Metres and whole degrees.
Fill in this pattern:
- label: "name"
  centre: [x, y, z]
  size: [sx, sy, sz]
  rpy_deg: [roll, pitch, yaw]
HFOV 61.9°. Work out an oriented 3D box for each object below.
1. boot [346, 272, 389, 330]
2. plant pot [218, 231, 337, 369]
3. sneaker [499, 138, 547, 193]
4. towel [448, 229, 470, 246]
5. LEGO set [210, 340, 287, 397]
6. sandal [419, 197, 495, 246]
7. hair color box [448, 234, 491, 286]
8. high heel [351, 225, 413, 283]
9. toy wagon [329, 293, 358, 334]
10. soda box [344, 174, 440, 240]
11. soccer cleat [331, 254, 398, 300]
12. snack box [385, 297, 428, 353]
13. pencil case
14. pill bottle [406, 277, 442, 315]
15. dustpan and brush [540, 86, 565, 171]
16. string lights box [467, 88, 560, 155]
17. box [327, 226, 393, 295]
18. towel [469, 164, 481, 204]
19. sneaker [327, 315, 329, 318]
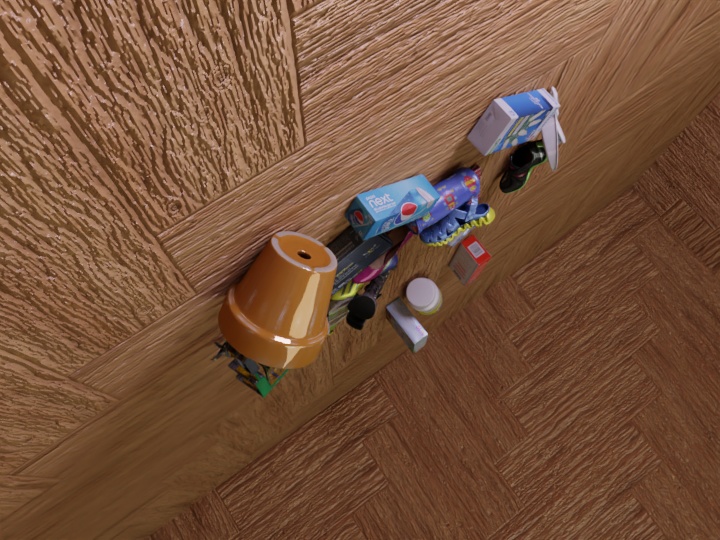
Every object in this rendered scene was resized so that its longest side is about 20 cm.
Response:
- label: "boot"
  centre: [0.029, 0.051, 1.575]
  size: [0.175, 0.069, 0.200]
  rpy_deg: [-59, 179, -27]
- label: "plant pot"
  centre: [-0.132, 0.040, 1.072]
  size: [0.200, 0.200, 0.184]
  rpy_deg: [-15, 137, -53]
- label: "sneaker"
  centre: [0.414, -0.277, 1.572]
  size: [0.083, 0.077, 0.200]
  rpy_deg: [-1, 151, -22]
- label: "towel"
  centre: [0.299, -0.130, 1.790]
  size: [0.147, 0.024, 0.200]
  rpy_deg: [-42, 163, 13]
- label: "LEGO set"
  centre: [-0.241, 0.181, 1.360]
  size: [0.154, 0.115, 0.200]
  rpy_deg: [-53, 146, -18]
- label: "sandal"
  centre: [0.235, -0.132, 1.513]
  size: [0.199, 0.080, 0.087]
  rpy_deg: [-28, 125, 3]
- label: "hair color box"
  centre: [0.378, -0.032, 2.092]
  size: [0.061, 0.102, 0.200]
  rpy_deg: [-32, 164, -17]
- label: "high heel"
  centre: [0.052, -0.051, 1.398]
  size: [0.200, 0.067, 0.096]
  rpy_deg: [-49, 177, -14]
- label: "toy wagon"
  centre: [-0.082, 0.131, 1.670]
  size: [0.154, 0.040, 0.200]
  rpy_deg: [-29, 163, -27]
- label: "soda box"
  centre: [0.068, -0.130, 1.209]
  size: [0.199, 0.068, 0.064]
  rpy_deg: [-24, 160, -39]
- label: "soccer cleat"
  centre: [0.000, -0.001, 1.474]
  size: [0.199, 0.065, 0.084]
  rpy_deg: [-32, 134, -5]
- label: "snack box"
  centre: [0.166, 0.201, 2.159]
  size: [0.067, 0.169, 0.200]
  rpy_deg: [-36, 165, -6]
- label: "pencil case"
  centre: [0.177, -0.159, 1.352]
  size: [0.199, 0.079, 0.087]
  rpy_deg: [-33, -158, -19]
- label: "pill bottle"
  centre: [0.217, 0.088, 2.054]
  size: [0.114, 0.115, 0.200]
  rpy_deg: [-38, 164, 4]
- label: "dustpan and brush"
  centre: [0.450, -0.347, 1.403]
  size: [0.057, 0.141, 0.200]
  rpy_deg: [-9, 143, 29]
- label: "string lights box"
  centre: [0.324, -0.315, 1.261]
  size: [0.199, 0.059, 0.103]
  rpy_deg: [-24, 158, -40]
- label: "box"
  centre: [-0.031, -0.025, 1.321]
  size: [0.200, 0.051, 0.158]
  rpy_deg: [-40, 163, 8]
- label: "towel"
  centre: [0.242, -0.185, 1.517]
  size: [0.144, 0.023, 0.200]
  rpy_deg: [-35, 162, -1]
- label: "sneaker"
  centre: [-0.160, 0.135, 1.486]
  size: [0.199, 0.080, 0.087]
  rpy_deg: [-21, 135, -40]
